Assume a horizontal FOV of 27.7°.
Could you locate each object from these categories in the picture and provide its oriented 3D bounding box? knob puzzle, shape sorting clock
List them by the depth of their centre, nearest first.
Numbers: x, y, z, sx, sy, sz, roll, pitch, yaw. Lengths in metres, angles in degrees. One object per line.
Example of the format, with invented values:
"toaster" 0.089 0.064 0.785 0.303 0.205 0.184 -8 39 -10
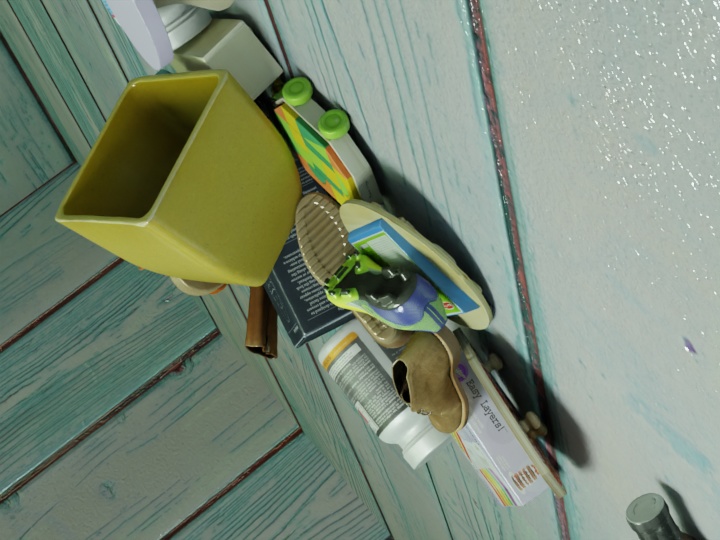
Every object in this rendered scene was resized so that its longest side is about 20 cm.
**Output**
"shape sorting clock" 0.059 -0.007 1.531 0.200 0.039 0.200 41 166 12
"knob puzzle" 0.177 0.162 1.567 0.221 0.030 0.220 57 -176 -6

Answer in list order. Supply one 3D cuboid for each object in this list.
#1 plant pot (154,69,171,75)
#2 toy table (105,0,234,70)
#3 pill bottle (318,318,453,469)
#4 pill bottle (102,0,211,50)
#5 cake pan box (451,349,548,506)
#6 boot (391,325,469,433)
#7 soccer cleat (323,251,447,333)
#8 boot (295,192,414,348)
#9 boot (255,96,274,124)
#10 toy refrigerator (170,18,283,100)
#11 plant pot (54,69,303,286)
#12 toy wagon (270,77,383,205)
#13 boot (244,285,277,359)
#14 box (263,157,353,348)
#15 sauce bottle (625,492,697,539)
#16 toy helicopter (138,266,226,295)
"plant pot" -0.241 -0.169 1.991 0.141 0.141 0.200 45 172 32
"toy table" -0.212 -0.322 1.527 0.184 0.117 0.201 46 166 32
"pill bottle" 0.045 0.154 1.924 0.201 0.116 0.116 51 169 12
"pill bottle" -0.256 -0.347 1.651 0.201 0.108 0.109 57 168 -18
"cake pan box" 0.145 0.191 1.765 0.201 0.052 0.184 56 170 4
"boot" 0.072 0.133 1.623 0.073 0.075 0.201 36 158 30
"soccer cleat" 0.024 0.030 1.528 0.084 0.065 0.200 42 169 -23
"boot" 0.000 0.000 1.699 0.201 0.072 0.166 59 -169 4
"boot" -0.142 -0.156 1.843 0.174 0.069 0.201 35 152 58
"toy refrigerator" -0.161 -0.244 1.685 0.076 0.070 0.200 49 171 -21
"plant pot" -0.179 -0.083 1.632 0.194 0.196 0.200 4 152 49
"toy wagon" -0.047 -0.141 1.595 0.200 0.039 0.156 44 165 36
"boot" -0.114 0.018 1.974 0.188 0.068 0.202 43 -137 -79
"box" -0.075 -0.021 1.823 0.202 0.106 0.148 64 169 4
"sauce bottle" 0.313 0.300 1.407 0.201 0.065 0.065 58 168 -22
"toy helicopter" -0.222 -0.067 1.846 0.079 0.131 0.202 -28 68 51
